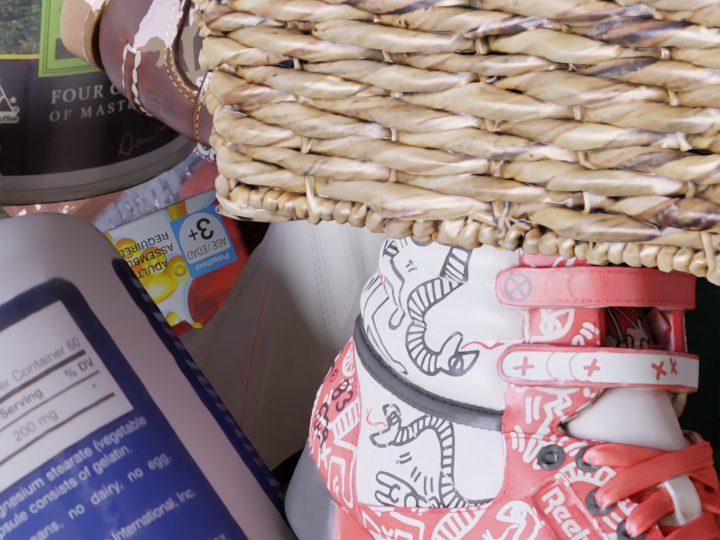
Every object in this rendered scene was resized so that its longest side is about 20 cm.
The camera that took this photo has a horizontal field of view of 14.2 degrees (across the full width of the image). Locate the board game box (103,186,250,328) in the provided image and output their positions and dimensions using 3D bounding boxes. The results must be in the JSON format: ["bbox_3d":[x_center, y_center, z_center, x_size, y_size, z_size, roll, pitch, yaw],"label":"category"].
[{"bbox_3d":[-0.064,0.087,0.944,0.200,0.103,0.105,68,165,-2],"label":"board game box"}]

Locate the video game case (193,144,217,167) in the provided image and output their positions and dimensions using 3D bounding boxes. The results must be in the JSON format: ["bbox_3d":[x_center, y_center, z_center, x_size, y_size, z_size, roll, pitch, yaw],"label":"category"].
[{"bbox_3d":[-0.006,-0.104,0.888,0.200,0.036,0.181,32,124,27],"label":"video game case"}]

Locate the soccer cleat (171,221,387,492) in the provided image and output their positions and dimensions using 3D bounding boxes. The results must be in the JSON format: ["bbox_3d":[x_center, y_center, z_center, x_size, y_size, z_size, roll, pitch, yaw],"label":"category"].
[{"bbox_3d":[0.000,0.000,0.835,0.078,0.069,0.200,42,115,28],"label":"soccer cleat"}]

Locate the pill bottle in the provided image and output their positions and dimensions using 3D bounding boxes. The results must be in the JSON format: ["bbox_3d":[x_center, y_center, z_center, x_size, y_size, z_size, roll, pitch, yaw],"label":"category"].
[{"bbox_3d":[-0.089,0.056,0.760,0.200,0.111,0.111,55,132,8],"label":"pill bottle"}]

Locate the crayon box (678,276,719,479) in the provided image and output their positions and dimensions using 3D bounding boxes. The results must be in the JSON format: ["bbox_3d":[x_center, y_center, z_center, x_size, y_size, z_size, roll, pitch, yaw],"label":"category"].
[{"bbox_3d":[0.061,0.032,0.804,0.052,0.126,0.200,33,123,-12],"label":"crayon box"}]

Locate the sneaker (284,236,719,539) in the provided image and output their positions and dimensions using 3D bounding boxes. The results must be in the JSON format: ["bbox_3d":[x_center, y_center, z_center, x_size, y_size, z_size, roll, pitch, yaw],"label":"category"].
[{"bbox_3d":[0.059,0.055,0.668,0.201,0.067,0.108,39,117,46],"label":"sneaker"}]

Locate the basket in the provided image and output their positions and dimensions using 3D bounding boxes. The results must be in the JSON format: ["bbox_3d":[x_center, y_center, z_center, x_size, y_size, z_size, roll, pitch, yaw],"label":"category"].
[{"bbox_3d":[0.064,-0.092,0.665,0.200,0.143,0.149,8,114,43],"label":"basket"}]

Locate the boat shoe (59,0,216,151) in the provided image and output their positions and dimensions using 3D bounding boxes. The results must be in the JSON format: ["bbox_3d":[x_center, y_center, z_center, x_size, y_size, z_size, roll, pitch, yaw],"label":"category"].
[{"bbox_3d":[0.001,-0.122,0.783,0.070,0.070,0.200,34,94,25],"label":"boat shoe"}]

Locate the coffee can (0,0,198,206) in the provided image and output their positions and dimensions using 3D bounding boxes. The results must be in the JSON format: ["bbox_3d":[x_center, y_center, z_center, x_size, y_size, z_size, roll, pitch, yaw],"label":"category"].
[{"bbox_3d":[-0.110,-0.139,0.840,0.146,0.146,0.200,23,120,32],"label":"coffee can"}]
